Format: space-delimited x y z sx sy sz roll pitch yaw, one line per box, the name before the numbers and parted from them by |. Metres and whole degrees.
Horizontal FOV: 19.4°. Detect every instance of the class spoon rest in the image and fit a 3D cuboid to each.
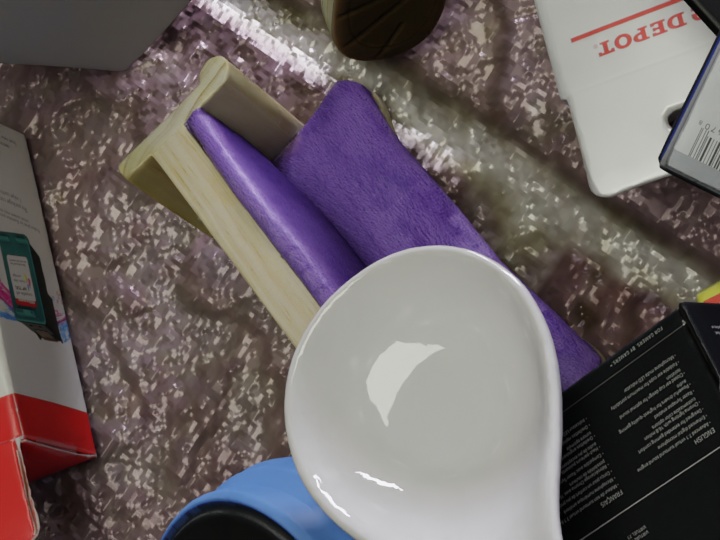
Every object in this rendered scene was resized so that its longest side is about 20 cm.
spoon rest | 0.044 0.077 0.672 0.099 0.061 0.201 -40 63 10

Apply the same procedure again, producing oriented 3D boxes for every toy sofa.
toy sofa | 0.000 0.000 0.842 0.098 0.083 0.200 -43 59 8

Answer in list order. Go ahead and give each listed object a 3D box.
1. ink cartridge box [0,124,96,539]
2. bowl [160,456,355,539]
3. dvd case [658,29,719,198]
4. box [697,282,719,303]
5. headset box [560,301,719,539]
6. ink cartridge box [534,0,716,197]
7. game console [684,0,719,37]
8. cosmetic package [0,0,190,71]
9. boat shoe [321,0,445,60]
ink cartridge box | -0.192 0.042 0.937 0.115 0.067 0.202 -21 71 19
bowl | -0.020 0.169 0.760 0.200 0.039 0.203 20 115 53
dvd case | 0.211 -0.093 0.717 0.149 0.025 0.201 26 93 7
box | 0.197 0.085 0.760 0.075 0.050 0.202 -27 70 19
headset box | 0.113 0.142 0.716 0.174 0.092 0.201 -40 64 31
ink cartridge box | 0.126 -0.129 0.835 0.115 0.067 0.202 -18 72 18
game console | 0.214 -0.138 0.738 0.200 0.116 0.176 48 125 5
cosmetic package | -0.153 -0.215 0.893 0.166 0.166 0.201 -40 64 38
boat shoe | 0.014 -0.179 0.845 0.071 0.201 0.065 -9 49 -21
